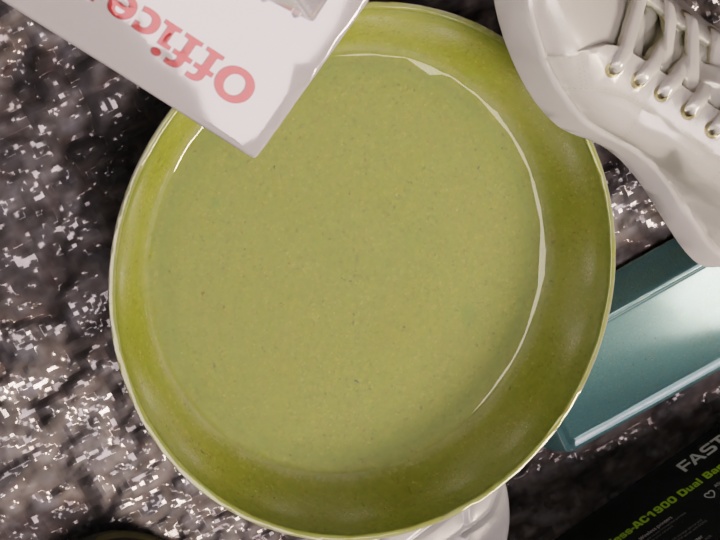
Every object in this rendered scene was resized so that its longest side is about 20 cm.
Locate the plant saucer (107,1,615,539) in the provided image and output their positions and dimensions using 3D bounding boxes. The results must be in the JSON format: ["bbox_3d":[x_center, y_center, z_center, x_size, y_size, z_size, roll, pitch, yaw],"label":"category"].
[{"bbox_3d":[0.000,0.000,0.801,0.198,0.031,0.202,-4,102,-19],"label":"plant saucer"}]

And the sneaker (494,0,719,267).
[{"bbox_3d":[0.127,-0.070,0.792,0.200,0.084,0.073,39,61,-41],"label":"sneaker"}]

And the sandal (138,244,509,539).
[{"bbox_3d":[-0.014,0.056,0.852,0.083,0.050,0.203,-47,114,-6],"label":"sandal"}]

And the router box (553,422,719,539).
[{"bbox_3d":[0.158,0.152,0.933,0.199,0.062,0.151,-31,127,-22],"label":"router box"}]

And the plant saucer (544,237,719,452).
[{"bbox_3d":[0.156,0.008,0.902,0.199,0.019,0.070,-30,126,-2],"label":"plant saucer"}]

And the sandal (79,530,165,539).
[{"bbox_3d":[-0.048,0.172,0.902,0.200,0.057,0.080,24,110,-31],"label":"sandal"}]

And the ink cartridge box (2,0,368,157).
[{"bbox_3d":[-0.038,-0.159,0.669,0.146,0.083,0.201,30,107,-19],"label":"ink cartridge box"}]
